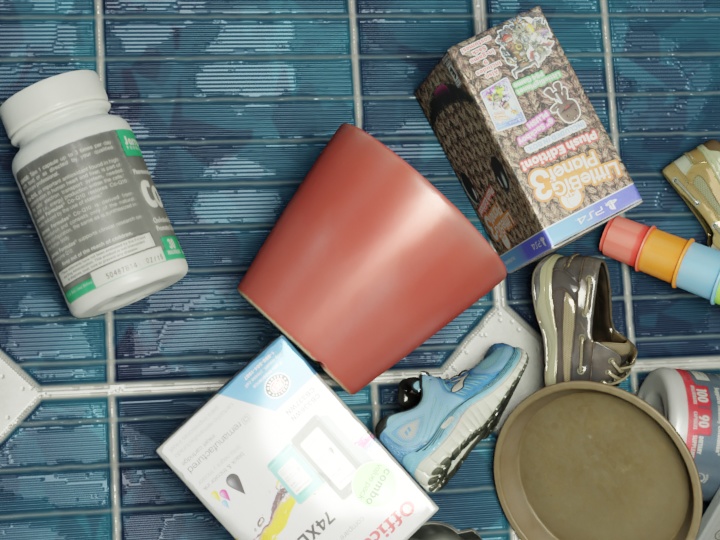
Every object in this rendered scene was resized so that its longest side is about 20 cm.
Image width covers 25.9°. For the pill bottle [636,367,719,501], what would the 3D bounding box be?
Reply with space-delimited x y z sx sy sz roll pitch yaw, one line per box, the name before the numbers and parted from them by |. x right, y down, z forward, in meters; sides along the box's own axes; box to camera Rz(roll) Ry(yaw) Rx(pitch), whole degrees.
pill bottle | 0.363 0.160 1.457 0.200 0.120 0.120 7 80 -9

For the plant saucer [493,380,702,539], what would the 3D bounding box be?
plant saucer | 0.216 0.191 1.414 0.200 0.200 0.029 58 35 2

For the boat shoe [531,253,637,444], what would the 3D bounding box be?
boat shoe | 0.213 0.081 1.444 0.074 0.073 0.200 -25 103 -55

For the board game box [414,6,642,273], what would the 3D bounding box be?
board game box | 0.150 -0.116 1.442 0.097 0.159 0.200 -27 86 -12

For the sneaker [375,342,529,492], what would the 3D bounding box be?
sneaker | 0.082 0.111 1.405 0.090 0.078 0.200 33 37 14

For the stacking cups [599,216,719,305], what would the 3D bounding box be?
stacking cups | 0.324 -0.003 1.471 0.200 0.061 0.061 25 77 18

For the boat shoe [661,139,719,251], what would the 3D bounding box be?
boat shoe | 0.358 -0.024 1.518 0.076 0.072 0.200 -28 79 2

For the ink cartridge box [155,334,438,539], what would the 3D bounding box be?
ink cartridge box | -0.057 0.178 1.361 0.147 0.146 0.200 -43 91 -7

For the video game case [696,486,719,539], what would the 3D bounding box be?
video game case | 0.407 0.257 1.449 0.200 0.143 0.018 10 40 -8

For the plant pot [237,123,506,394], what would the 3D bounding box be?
plant pot | 0.000 0.000 1.392 0.200 0.200 0.177 43 85 -1

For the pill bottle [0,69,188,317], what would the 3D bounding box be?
pill bottle | -0.241 -0.068 1.391 0.113 0.113 0.200 -22 86 -12

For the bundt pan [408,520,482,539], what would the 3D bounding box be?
bundt pan | 0.073 0.326 1.404 0.201 0.076 0.202 2 81 -10
